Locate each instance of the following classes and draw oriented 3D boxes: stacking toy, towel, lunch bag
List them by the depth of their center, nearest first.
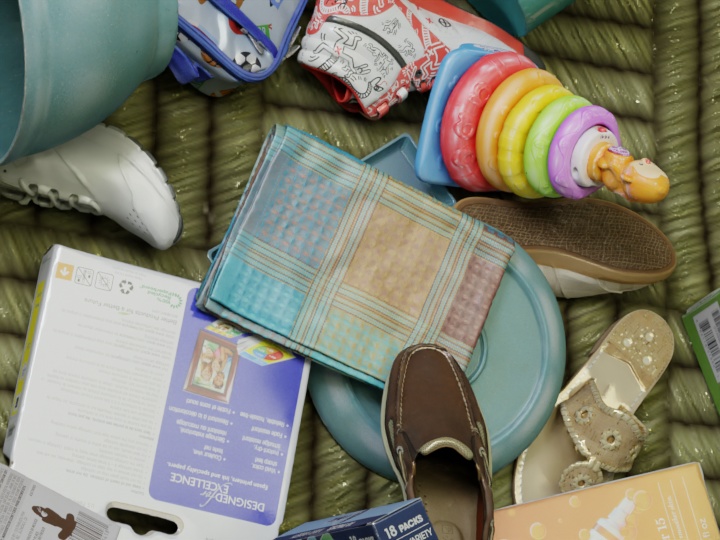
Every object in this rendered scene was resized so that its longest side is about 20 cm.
[{"bbox_3d":[0.000,0.000,1.643,0.200,0.022,0.147,26,77,-13],"label":"towel"},{"bbox_3d":[0.146,-0.090,1.699,0.116,0.200,0.110,5,105,-46],"label":"stacking toy"},{"bbox_3d":[-0.121,-0.227,1.701,0.200,0.075,0.161,40,56,-26],"label":"lunch bag"}]

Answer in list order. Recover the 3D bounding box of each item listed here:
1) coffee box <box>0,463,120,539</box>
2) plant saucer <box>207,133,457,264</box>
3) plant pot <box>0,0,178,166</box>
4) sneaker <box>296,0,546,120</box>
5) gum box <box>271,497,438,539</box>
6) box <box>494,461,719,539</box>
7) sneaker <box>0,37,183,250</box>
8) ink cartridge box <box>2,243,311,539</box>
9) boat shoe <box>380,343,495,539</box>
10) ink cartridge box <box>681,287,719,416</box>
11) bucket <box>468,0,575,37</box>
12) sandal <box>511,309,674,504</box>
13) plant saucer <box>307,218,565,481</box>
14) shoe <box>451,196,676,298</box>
[{"bbox_3d":[-0.270,0.173,1.476,0.200,0.114,0.080,29,34,-9],"label":"coffee box"},{"bbox_3d":[-0.021,-0.028,1.724,0.200,0.019,0.070,-32,85,-30],"label":"plant saucer"},{"bbox_3d":[-0.204,-0.177,1.548,0.134,0.200,0.201,-12,75,-31],"label":"plant pot"},{"bbox_3d":[0.043,-0.156,1.779,0.201,0.067,0.108,26,87,-31],"label":"sneaker"},{"bbox_3d":[0.025,0.256,1.528,0.044,0.170,0.200,-25,91,-29],"label":"gum box"},{"bbox_3d":[0.150,0.222,1.632,0.199,0.098,0.125,-12,75,-15],"label":"box"},{"bbox_3d":[-0.212,-0.074,1.640,0.200,0.075,0.087,37,68,4],"label":"sneaker"},{"bbox_3d":[-0.141,0.102,1.607,0.197,0.047,0.201,16,74,-17],"label":"ink cartridge box"},{"bbox_3d":[0.059,0.129,1.561,0.074,0.075,0.203,-4,58,-10],"label":"boat shoe"},{"bbox_3d":[0.371,0.068,1.816,0.199,0.076,0.148,-14,76,-25],"label":"ink cartridge box"},{"bbox_3d":[0.119,-0.287,1.772,0.135,0.207,0.207,-38,88,-6],"label":"bucket"},{"bbox_3d":[0.182,0.106,1.726,0.078,0.070,0.212,36,61,-6],"label":"sandal"},{"bbox_3d":[0.058,0.057,1.685,0.199,0.027,0.201,1,86,-14],"label":"plant saucer"},{"bbox_3d":[0.146,-0.017,1.774,0.199,0.053,0.070,8,57,-23],"label":"shoe"}]
